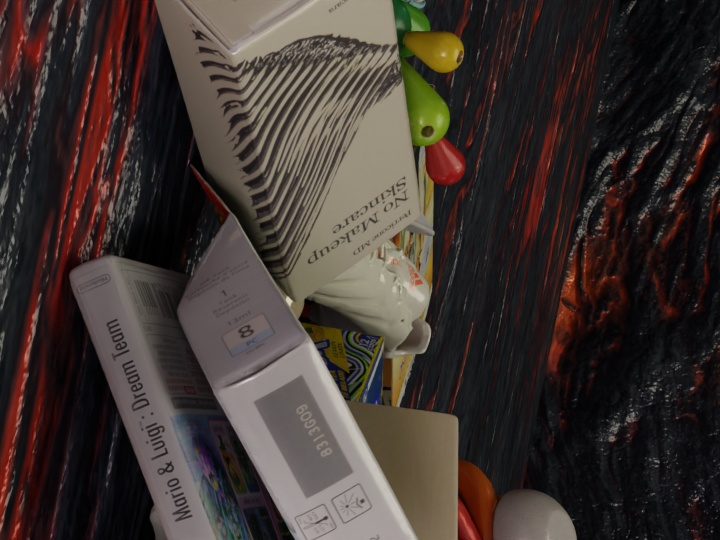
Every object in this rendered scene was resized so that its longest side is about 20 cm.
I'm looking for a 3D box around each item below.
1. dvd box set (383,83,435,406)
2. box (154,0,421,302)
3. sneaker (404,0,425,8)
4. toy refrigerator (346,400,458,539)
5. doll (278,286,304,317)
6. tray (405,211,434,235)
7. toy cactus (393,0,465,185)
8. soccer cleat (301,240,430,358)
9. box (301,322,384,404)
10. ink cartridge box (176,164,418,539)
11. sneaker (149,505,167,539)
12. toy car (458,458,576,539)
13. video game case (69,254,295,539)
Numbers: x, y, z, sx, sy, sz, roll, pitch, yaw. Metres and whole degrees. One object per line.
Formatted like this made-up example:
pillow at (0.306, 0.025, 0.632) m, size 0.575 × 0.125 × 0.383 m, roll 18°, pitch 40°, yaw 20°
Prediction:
dvd box set at (0.025, -0.010, 1.531) m, size 0.147 × 0.029 × 0.201 m, roll -71°, pitch 166°, yaw -45°
box at (-0.029, -0.076, 0.938) m, size 0.082 × 0.068 × 0.200 m, roll -36°, pitch 152°, yaw -12°
sneaker at (0.035, -0.204, 1.244) m, size 0.078 × 0.086 × 0.201 m, roll 39°, pitch 60°, yaw -78°
toy refrigerator at (0.005, 0.163, 1.064) m, size 0.201 × 0.076 × 0.070 m, roll -88°, pitch -173°, yaw -45°
doll at (-0.051, 0.095, 1.102) m, size 0.136 × 0.048 × 0.201 m, roll -142°, pitch -123°, yaw -80°
tray at (-0.007, -0.065, 1.190) m, size 0.108 × 0.022 × 0.200 m, roll 56°, pitch 6°, yaw 8°
toy cactus at (0.004, -0.151, 1.049) m, size 0.165 × 0.102 × 0.201 m, roll 46°, pitch 32°, yaw -51°
soccer cleat at (0.000, 0.000, 1.250) m, size 0.200 × 0.077 × 0.070 m, roll 73°, pitch 28°, yaw -68°
box at (-0.026, 0.128, 1.258) m, size 0.070 × 0.064 × 0.201 m, roll -68°, pitch 165°, yaw -51°
ink cartridge box at (-0.033, 0.059, 0.933) m, size 0.160 × 0.047 × 0.200 m, roll 62°, pitch -5°, yaw -28°
sneaker at (-0.080, 0.187, 1.015) m, size 0.081 × 0.075 × 0.201 m, roll -6°, pitch 103°, yaw -66°
toy car at (0.056, 0.229, 1.639) m, size 0.150 × 0.175 × 0.200 m, roll 49°, pitch 41°, yaw -31°
video game case at (-0.052, 0.087, 0.909) m, size 0.200 × 0.024 × 0.183 m, roll 23°, pitch 45°, yaw -79°
